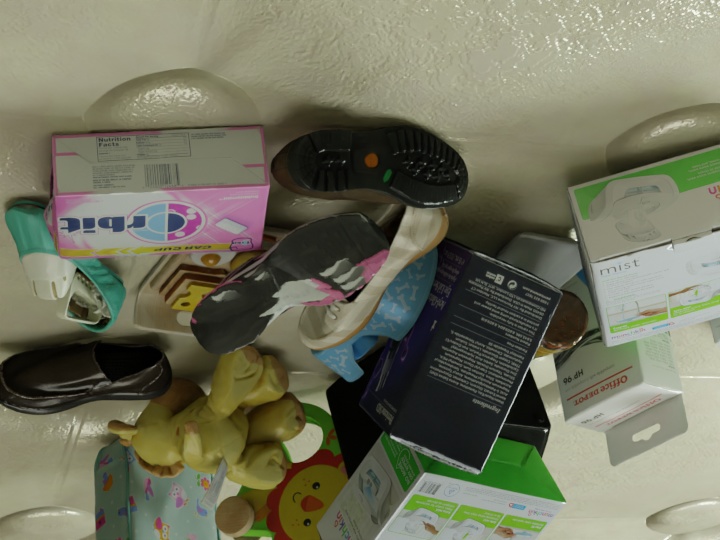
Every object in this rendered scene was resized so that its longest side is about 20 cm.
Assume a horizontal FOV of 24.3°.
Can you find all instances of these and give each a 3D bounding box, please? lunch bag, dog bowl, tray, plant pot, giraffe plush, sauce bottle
[{"bbox_3d":[-0.245,0.307,2.051,0.077,0.201,0.160,-28,148,37],"label":"lunch bag"},{"bbox_3d":[0.009,0.035,1.715,0.049,0.112,0.200,24,142,-17],"label":"dog bowl"},{"bbox_3d":[0.162,0.010,1.793,0.107,0.022,0.200,8,148,-26],"label":"tray"},{"bbox_3d":[0.102,0.172,1.919,0.200,0.200,0.178,9,135,-29],"label":"plant pot"},{"bbox_3d":[-0.185,0.181,1.898,0.162,0.200,0.173,1,129,39],"label":"giraffe plush"},{"bbox_3d":[0.178,0.062,1.758,0.066,0.066,0.200,-1,172,-12],"label":"sauce bottle"}]

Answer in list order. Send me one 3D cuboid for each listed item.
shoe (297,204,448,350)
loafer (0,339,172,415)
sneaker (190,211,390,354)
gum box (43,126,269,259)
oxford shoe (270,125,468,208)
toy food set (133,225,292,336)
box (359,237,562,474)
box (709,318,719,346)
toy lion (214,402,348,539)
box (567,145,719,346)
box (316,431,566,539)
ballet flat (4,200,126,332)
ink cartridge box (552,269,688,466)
[{"bbox_3d":[0.000,0.000,1.615,0.200,0.070,0.053,-46,145,21],"label":"shoe"},{"bbox_3d":[-0.300,0.103,1.810,0.199,0.073,0.071,-7,147,-20],"label":"loafer"},{"bbox_3d":[-0.071,0.000,1.578,0.200,0.080,0.086,-25,-166,4],"label":"sneaker"},{"bbox_3d":[-0.187,-0.068,1.510,0.199,0.066,0.114,-3,151,-10],"label":"gum box"},{"bbox_3d":[0.008,-0.095,1.531,0.200,0.073,0.084,7,173,-31],"label":"oxford shoe"},{"bbox_3d":[-0.128,0.017,1.691,0.143,0.061,0.200,9,147,-29],"label":"toy food set"},{"bbox_3d":[0.096,0.080,1.657,0.104,0.200,0.148,24,-179,-14],"label":"box"},{"bbox_3d":[0.531,0.053,1.947,0.200,0.041,0.156,-26,147,32],"label":"box"},{"bbox_3d":[-0.065,0.251,1.963,0.191,0.201,0.069,-2,154,20],"label":"toy lion"},{"bbox_3d":[0.319,-0.025,1.649,0.199,0.097,0.177,-16,147,6],"label":"box"},{"bbox_3d":[0.087,0.266,1.805,0.200,0.097,0.177,15,121,-33],"label":"box"},{"bbox_3d":[-0.284,0.006,1.617,0.067,0.071,0.200,-2,154,19],"label":"ballet flat"},{"bbox_3d":[0.271,0.095,1.788,0.068,0.200,0.116,17,143,-38],"label":"ink cartridge box"}]
